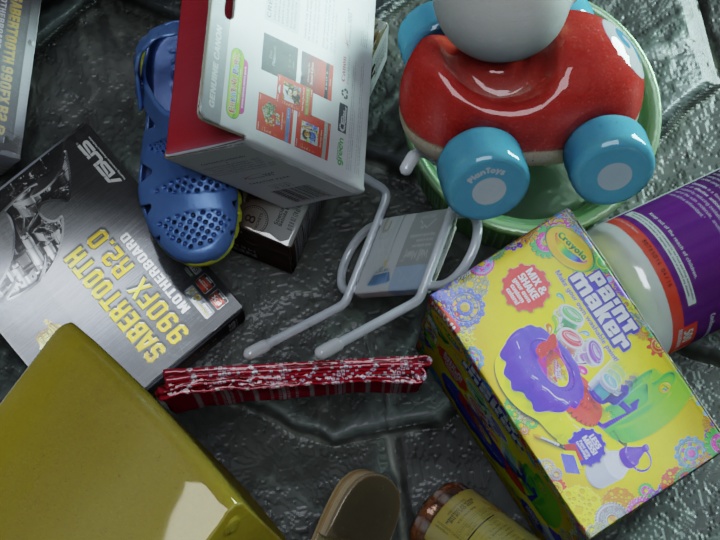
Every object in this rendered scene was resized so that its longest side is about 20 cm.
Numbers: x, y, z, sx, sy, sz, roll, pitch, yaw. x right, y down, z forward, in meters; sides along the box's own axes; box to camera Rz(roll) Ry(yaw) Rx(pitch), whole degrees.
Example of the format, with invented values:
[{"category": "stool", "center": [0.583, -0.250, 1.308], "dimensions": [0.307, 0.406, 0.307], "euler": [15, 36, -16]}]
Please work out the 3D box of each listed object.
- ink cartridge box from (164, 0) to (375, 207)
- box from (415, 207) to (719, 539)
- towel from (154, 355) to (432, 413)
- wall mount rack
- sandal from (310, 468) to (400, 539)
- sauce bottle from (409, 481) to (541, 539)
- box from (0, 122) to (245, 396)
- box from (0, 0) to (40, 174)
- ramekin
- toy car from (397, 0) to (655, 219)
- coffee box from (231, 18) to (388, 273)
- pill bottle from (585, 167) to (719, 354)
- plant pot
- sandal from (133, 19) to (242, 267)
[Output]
[{"category": "ink cartridge box", "center": [-0.075, -0.169, 1.258], "dimensions": [0.084, 0.175, 0.201], "euler": [-8, 70, 38]}, {"category": "box", "center": [0.147, 0.089, 1.278], "dimensions": [0.122, 0.193, 0.200], "euler": [-31, 78, -9]}, {"category": "towel", "center": [-0.050, 0.086, 1.298], "dimensions": [0.199, 0.145, 0.023], "euler": [-3, 81, -3]}, {"category": "wall mount rack", "center": [0.000, 0.000, 1.290], "dimensions": [0.074, 0.200, 0.175], "euler": [29, 74, -24]}, {"category": "sandal", "center": [-0.046, 0.240, 1.285], "dimensions": [0.078, 0.070, 0.212], "euler": [36, 77, -28]}, {"category": "sauce bottle", "center": [0.126, 0.233, 1.277], "dimensions": [0.200, 0.066, 0.066], "euler": [36, 77, 27]}, {"category": "box", "center": [-0.212, 0.010, 1.364], "dimensions": [0.158, 0.048, 0.200], "euler": [-39, 80, -10]}, {"category": "box", "center": [-0.334, -0.191, 1.362], "dimensions": [0.158, 0.048, 0.201], "euler": [14, 70, -31]}, {"category": "ramekin", "center": [0.130, -0.111, 1.376], "dimensions": [0.199, 0.098, 0.201], "euler": [0, 76, -1]}, {"category": "toy car", "center": [0.115, -0.172, 1.202], "dimensions": [0.176, 0.201, 0.185], "euler": [-6, 45, -6]}, {"category": "coffee box", "center": [-0.066, -0.115, 1.381], "dimensions": [0.113, 0.080, 0.201], "euler": [22, 77, 6]}, {"category": "pill bottle", "center": [0.270, -0.015, 1.339], "dimensions": [0.199, 0.113, 0.113], "euler": [-24, 78, -17]}, {"category": "plant pot", "center": [-0.164, 0.191, 1.216], "dimensions": [0.176, 0.200, 0.200], "euler": [29, 76, 28]}, {"category": "sandal", "center": [-0.134, -0.102, 1.294], "dimensions": [0.079, 0.087, 0.201], "euler": [-10, 76, -2]}]
